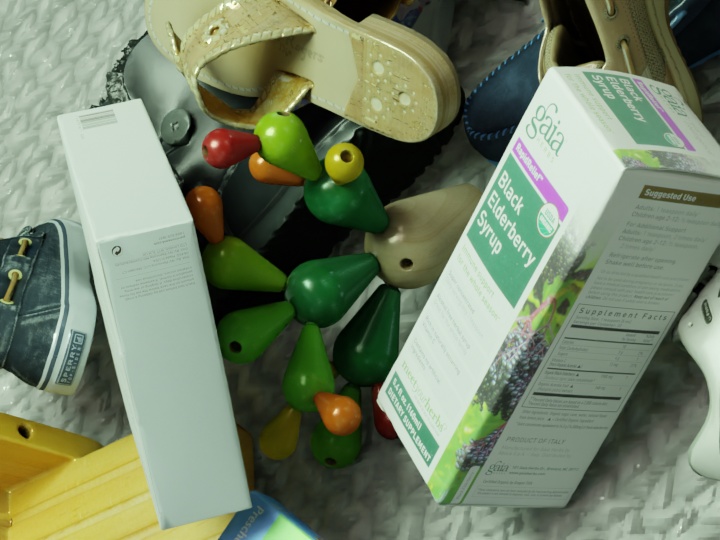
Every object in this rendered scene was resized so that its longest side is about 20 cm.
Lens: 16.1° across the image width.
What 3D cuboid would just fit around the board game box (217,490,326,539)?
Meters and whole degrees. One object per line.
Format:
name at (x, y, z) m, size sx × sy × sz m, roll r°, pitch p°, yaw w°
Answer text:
board game box at (-0.018, 0.221, 1.195) m, size 0.200 × 0.037 × 0.152 m, roll 34°, pitch 89°, yaw 27°

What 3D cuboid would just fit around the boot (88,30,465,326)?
boot at (-0.055, -0.088, 1.379) m, size 0.200 × 0.076 × 0.169 m, roll -45°, pitch 60°, yaw 22°

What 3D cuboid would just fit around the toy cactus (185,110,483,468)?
toy cactus at (0.000, 0.000, 1.271) m, size 0.164 × 0.201 × 0.102 m, roll -27°, pitch 21°, yaw -28°

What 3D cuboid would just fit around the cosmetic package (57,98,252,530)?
cosmetic package at (-0.105, 0.016, 1.263) m, size 0.051 × 0.152 × 0.200 m, roll -11°, pitch 22°, yaw -8°

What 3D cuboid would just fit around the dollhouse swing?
dollhouse swing at (-0.174, 0.152, 1.309) m, size 0.176 × 0.181 × 0.201 m, roll -37°, pitch 45°, yaw 42°

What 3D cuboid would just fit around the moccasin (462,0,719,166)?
moccasin at (0.129, -0.128, 1.287) m, size 0.199 × 0.068 × 0.081 m, roll -34°, pitch 49°, yaw 18°

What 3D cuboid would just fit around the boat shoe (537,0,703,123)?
boat shoe at (0.112, -0.100, 1.202) m, size 0.064 × 0.201 × 0.071 m, roll -29°, pitch 35°, yaw -23°

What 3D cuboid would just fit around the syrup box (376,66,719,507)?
syrup box at (0.091, 0.011, 1.177) m, size 0.079 × 0.081 × 0.201 m, roll 58°, pitch 132°, yaw 43°

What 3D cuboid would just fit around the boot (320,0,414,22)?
boot at (0.000, -0.214, 1.309) m, size 0.144 × 0.070 × 0.202 m, roll 51°, pitch 126°, yaw 41°

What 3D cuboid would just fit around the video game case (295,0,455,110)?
video game case at (-0.033, -0.135, 1.453) m, size 0.199 × 0.018 × 0.144 m, roll -8°, pitch 61°, yaw 35°

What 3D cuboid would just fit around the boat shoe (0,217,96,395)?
boat shoe at (-0.200, 0.006, 1.404) m, size 0.200 × 0.090 × 0.071 m, roll -126°, pitch 54°, yaw -72°

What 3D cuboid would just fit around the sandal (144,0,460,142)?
sandal at (-0.053, -0.104, 1.277) m, size 0.211 × 0.078 × 0.069 m, roll 19°, pitch 36°, yaw 35°

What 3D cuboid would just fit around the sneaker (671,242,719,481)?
sneaker at (0.183, 0.004, 1.167) m, size 0.088 × 0.074 × 0.201 m, roll -8°, pitch 61°, yaw 32°
